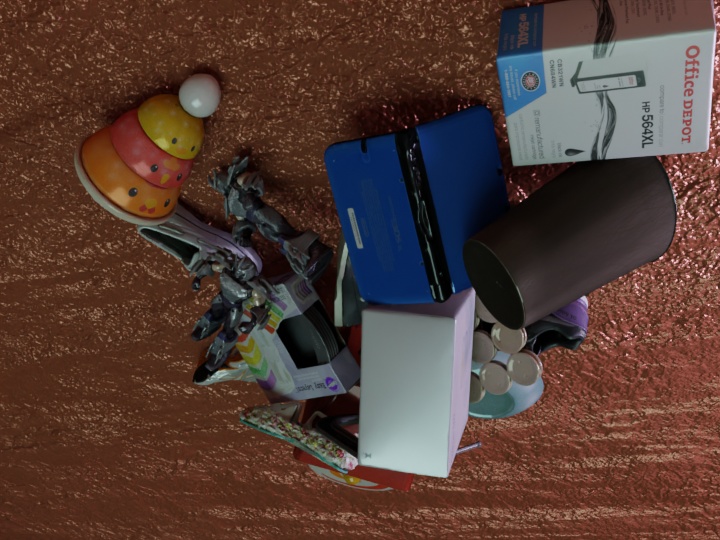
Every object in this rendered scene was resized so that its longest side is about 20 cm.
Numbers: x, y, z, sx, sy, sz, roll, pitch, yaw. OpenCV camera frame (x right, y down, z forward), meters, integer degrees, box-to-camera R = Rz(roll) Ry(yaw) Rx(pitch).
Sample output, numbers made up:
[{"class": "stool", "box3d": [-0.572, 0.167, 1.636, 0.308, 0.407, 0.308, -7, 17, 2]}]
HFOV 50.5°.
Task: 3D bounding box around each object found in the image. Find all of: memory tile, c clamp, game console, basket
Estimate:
[{"class": "memory tile", "box3d": [0.161, 0.087, 1.099, 0.153, 0.017, 0.202, -29, 89, 40]}, {"class": "c clamp", "box3d": [0.039, 0.235, 1.067, 0.170, 0.027, 0.199, -6, -166, -40]}, {"class": "game console", "box3d": [0.074, -0.074, 0.899, 0.169, 0.118, 0.202, -3, 110, 34]}, {"class": "basket", "box3d": [0.225, -0.031, 0.851, 0.199, 0.136, 0.181, -30, 148, -13]}]

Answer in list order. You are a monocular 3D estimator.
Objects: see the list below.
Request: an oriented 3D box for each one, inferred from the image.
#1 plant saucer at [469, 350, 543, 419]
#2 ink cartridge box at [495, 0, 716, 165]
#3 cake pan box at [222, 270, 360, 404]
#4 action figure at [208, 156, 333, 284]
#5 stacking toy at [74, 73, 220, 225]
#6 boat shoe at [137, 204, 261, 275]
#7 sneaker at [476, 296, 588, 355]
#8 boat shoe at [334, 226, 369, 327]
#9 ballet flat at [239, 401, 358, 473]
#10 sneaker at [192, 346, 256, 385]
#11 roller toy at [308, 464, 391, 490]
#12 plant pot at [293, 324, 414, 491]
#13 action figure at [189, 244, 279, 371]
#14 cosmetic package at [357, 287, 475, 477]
[{"class": "plant saucer", "box3d": [0.208, 0.205, 1.293, 0.198, 0.039, 0.202, 8, 140, 6]}, {"class": "ink cartridge box", "box3d": [0.247, -0.192, 0.771, 0.198, 0.085, 0.147, -2, 138, 20]}, {"class": "cake pan box", "box3d": [-0.107, 0.102, 1.122, 0.199, 0.052, 0.185, -16, 109, 46]}, {"class": "action figure", "box3d": [-0.126, -0.067, 1.002, 0.199, 0.069, 0.130, 39, 157, 10]}, {"class": "stacking toy", "box3d": [-0.243, -0.166, 0.937, 0.146, 0.147, 0.200, 35, 120, -24]}, {"class": "boat shoe", "box3d": [-0.237, -0.028, 1.110, 0.199, 0.067, 0.073, 31, 138, -23]}, {"class": "sneaker", "box3d": [0.225, 0.080, 1.099, 0.198, 0.088, 0.076, -9, 136, 25]}, {"class": "boat shoe", "box3d": [0.000, 0.000, 1.000, 0.062, 0.073, 0.201, 4, 137, -2]}, {"class": "ballet flat", "box3d": [-0.086, 0.236, 1.146, 0.198, 0.065, 0.076, 22, 174, 14]}, {"class": "sneaker", "box3d": [-0.217, 0.175, 1.359, 0.199, 0.076, 0.092, -21, 134, 37]}, {"class": "roller toy", "box3d": [-0.005, 0.320, 1.394, 0.198, 0.141, 0.183, 19, 150, -8]}, {"class": "plant pot", "box3d": [0.021, 0.202, 1.237, 0.198, 0.201, 0.177, 17, 130, -4]}, {"class": "action figure", "box3d": [-0.184, 0.048, 1.066, 0.130, 0.069, 0.201, 44, 135, 16]}, {"class": "cosmetic package", "box3d": [0.079, 0.131, 1.006, 0.121, 0.200, 0.202, 5, 102, 16]}]
